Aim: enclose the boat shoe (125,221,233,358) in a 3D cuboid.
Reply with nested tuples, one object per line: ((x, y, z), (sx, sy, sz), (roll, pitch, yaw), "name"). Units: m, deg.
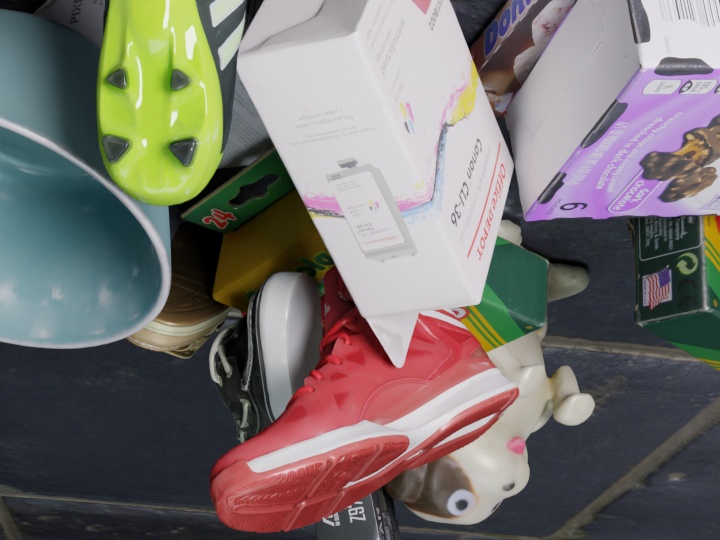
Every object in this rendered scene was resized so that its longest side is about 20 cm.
((-0.119, 0.024, 0.921), (0.074, 0.067, 0.200), (22, -164, 2), "boat shoe")

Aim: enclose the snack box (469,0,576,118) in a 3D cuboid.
((0.116, -0.133, 0.699), (0.072, 0.024, 0.200), (8, 157, -17), "snack box")

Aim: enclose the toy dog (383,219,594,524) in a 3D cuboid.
((0.072, 0.085, 0.999), (0.194, 0.200, 0.140), (-10, 153, 29), "toy dog")

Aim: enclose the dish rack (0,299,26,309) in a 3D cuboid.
((-0.221, -0.013, 0.858), (0.153, 0.200, 0.055), (8, 116, -9), "dish rack")

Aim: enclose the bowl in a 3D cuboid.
((-0.183, -0.058, 0.702), (0.200, 0.105, 0.201), (8, 146, 6), "bowl")

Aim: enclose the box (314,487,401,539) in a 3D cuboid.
((-0.009, 0.140, 0.986), (0.043, 0.200, 0.160), (-12, 169, 5), "box")

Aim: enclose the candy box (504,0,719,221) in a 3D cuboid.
((0.196, -0.091, 0.687), (0.200, 0.072, 0.168), (-2, 159, -13), "candy box")

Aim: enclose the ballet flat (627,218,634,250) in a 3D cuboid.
((0.252, 0.014, 0.963), (0.068, 0.075, 0.200), (-17, 150, 38), "ballet flat")

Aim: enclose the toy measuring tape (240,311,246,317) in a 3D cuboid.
((-0.062, 0.016, 1.044), (0.073, 0.074, 0.200), (5, 173, -4), "toy measuring tape")

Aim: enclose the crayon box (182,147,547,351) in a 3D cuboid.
((0.000, 0.000, 0.840), (0.200, 0.051, 0.127), (24, 147, -27), "crayon box")

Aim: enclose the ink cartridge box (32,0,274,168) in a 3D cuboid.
((-0.128, -0.109, 0.779), (0.200, 0.050, 0.162), (-2, 157, 26), "ink cartridge box")

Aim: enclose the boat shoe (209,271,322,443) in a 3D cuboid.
((-0.059, 0.063, 0.825), (0.064, 0.071, 0.200), (10, 149, 6), "boat shoe")

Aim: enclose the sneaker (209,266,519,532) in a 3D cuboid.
((-0.017, 0.061, 0.732), (0.200, 0.116, 0.078), (-13, 149, -43), "sneaker")

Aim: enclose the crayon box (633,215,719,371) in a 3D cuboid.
((0.247, 0.001, 0.869), (0.051, 0.127, 0.200), (-16, 151, 39), "crayon box")

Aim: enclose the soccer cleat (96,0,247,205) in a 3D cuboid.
((-0.074, -0.127, 0.561), (0.067, 0.200, 0.081), (8, -176, 2), "soccer cleat")

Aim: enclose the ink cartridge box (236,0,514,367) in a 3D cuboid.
((0.021, -0.060, 0.677), (0.067, 0.117, 0.200), (-8, 129, 25), "ink cartridge box")
